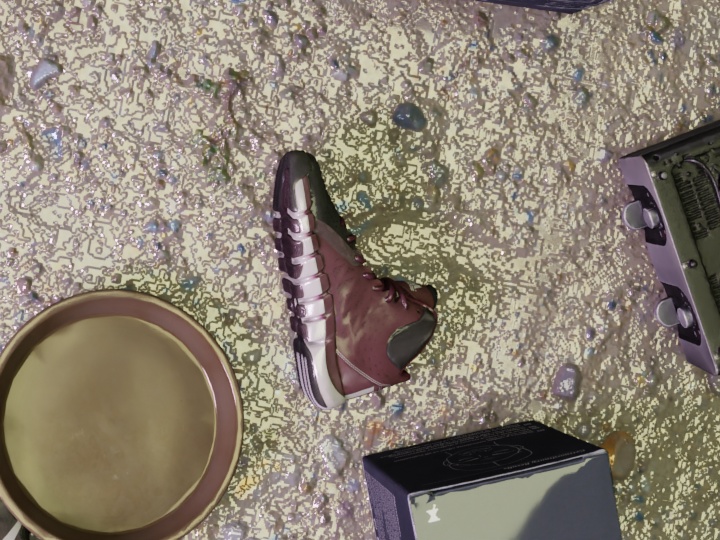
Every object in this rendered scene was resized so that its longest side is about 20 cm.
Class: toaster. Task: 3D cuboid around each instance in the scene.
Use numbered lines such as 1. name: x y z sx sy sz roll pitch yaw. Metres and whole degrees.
1. toaster: 0.314 -0.038 1.410 0.199 0.119 0.182 -21 96 -8

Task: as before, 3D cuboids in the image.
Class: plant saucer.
1. plant saucer: -0.186 0.115 1.363 0.199 0.029 0.201 2 84 -19

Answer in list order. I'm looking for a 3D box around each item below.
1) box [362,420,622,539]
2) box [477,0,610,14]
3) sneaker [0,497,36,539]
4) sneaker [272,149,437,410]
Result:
1. box: 0.095 0.185 1.340 0.148 0.200 0.108 -11 93 -8
2. box: 0.096 -0.267 1.330 0.199 0.197 0.125 6 90 -9
3. sneaker: -0.283 0.241 1.317 0.098 0.071 0.201 29 54 -25
4. sneaker: 0.000 0.000 1.391 0.115 0.076 0.201 -10 104 -14
